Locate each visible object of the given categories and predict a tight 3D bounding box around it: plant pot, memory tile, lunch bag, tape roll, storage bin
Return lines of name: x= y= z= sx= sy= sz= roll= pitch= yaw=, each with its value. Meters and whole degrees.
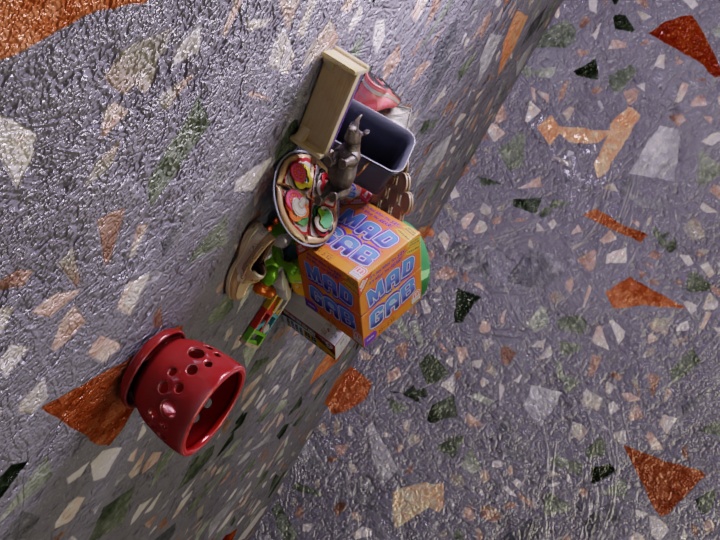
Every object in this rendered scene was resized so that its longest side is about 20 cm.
plant pot: x=-0.348 y=0.224 z=1.413 sx=0.202 sy=0.181 sz=0.201 roll=-53 pitch=168 yaw=-17
memory tile: x=0.071 y=-0.158 z=1.688 sx=0.200 sy=0.016 sz=0.156 roll=127 pitch=-40 yaw=-54
lunch bag: x=0.047 y=-0.291 z=1.808 sx=0.165 sy=0.115 sz=0.203 roll=106 pitch=0 yaw=-54
tape roll: x=0.089 y=-0.019 z=1.771 sx=0.047 sy=0.202 sz=0.203 roll=-14 pitch=143 yaw=-34
storage bin: x=0.000 y=-0.255 z=1.603 sx=0.147 sy=0.197 sz=0.135 roll=-65 pitch=-176 yaw=-31

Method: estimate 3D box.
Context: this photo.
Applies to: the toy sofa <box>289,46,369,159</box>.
toy sofa: x=-0.057 y=-0.332 z=1.445 sx=0.097 sy=0.082 sz=0.203 roll=-36 pitch=156 yaw=-59

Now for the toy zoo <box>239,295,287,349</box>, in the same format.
toy zoo: x=-0.246 y=0.116 z=1.959 sx=0.202 sy=0.020 sz=0.131 roll=-58 pitch=168 yaw=-5

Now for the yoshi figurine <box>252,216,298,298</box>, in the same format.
yoshi figurine: x=-0.177 y=-0.042 z=1.650 sx=0.203 sy=0.111 sz=0.112 roll=-64 pitch=174 yaw=19

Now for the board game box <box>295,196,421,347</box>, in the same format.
board game box: x=0.000 y=0.000 z=1.628 sx=0.199 sy=0.198 sz=0.203 roll=-37 pitch=141 yaw=-29

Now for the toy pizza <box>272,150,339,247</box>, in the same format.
toy pizza: x=-0.105 y=-0.152 z=1.515 sx=0.031 sy=0.203 sz=0.200 roll=-9 pitch=-156 yaw=39

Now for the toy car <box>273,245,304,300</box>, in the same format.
toy car: x=-0.135 y=-0.013 z=1.823 sx=0.201 sy=0.170 sz=0.154 roll=83 pitch=7 yaw=-71

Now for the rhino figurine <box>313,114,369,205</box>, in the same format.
rhino figurine: x=-0.032 y=-0.226 z=1.478 sx=0.087 sy=0.059 sz=0.203 roll=-36 pitch=151 yaw=-56

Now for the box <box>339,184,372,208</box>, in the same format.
box: x=-0.042 y=-0.163 z=1.797 sx=0.096 sy=0.099 sz=0.200 roll=-48 pitch=178 yaw=-9

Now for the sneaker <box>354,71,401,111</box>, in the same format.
sneaker: x=0.030 y=-0.404 z=1.702 sx=0.087 sy=0.074 sz=0.199 roll=-46 pitch=168 yaw=16

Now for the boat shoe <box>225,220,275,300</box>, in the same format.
boat shoe: x=-0.235 y=-0.007 z=1.568 sx=0.074 sy=0.068 sz=0.202 roll=-41 pitch=159 yaw=-54

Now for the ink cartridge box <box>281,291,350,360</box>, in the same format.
ink cartridge box: x=-0.127 y=0.162 z=2.122 sx=0.084 sy=0.198 sz=0.176 roll=-51 pitch=166 yaw=-20
